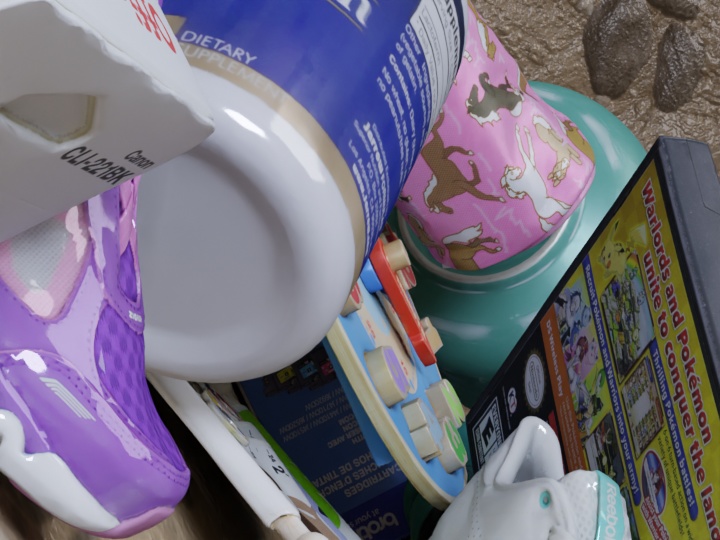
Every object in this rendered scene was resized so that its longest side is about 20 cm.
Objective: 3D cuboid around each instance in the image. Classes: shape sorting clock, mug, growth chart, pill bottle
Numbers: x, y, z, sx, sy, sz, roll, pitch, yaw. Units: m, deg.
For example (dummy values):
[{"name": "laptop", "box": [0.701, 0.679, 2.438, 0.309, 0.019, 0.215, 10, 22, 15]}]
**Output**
[{"name": "shape sorting clock", "box": [0.000, 0.000, 0.840, 0.200, 0.039, 0.201, -25, 90, -85]}, {"name": "mug", "box": [0.087, -0.007, 1.012, 0.184, 0.153, 0.114, 27, -10, 28]}, {"name": "growth chart", "box": [-0.035, 0.075, 0.773, 0.145, 0.018, 0.200, 47, -2, 17]}, {"name": "pill bottle", "box": [-0.030, -0.067, 0.696, 0.116, 0.115, 0.200, 61, 33, -28]}]

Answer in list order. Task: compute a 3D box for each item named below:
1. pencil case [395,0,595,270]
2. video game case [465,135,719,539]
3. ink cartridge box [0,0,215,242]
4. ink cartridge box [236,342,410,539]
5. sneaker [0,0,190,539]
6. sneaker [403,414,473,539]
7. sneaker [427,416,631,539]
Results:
[{"name": "pencil case", "box": [0.014, -0.095, 0.855, 0.200, 0.083, 0.087, 52, 10, -26]}, {"name": "video game case", "box": [0.095, 0.086, 0.750, 0.181, 0.025, 0.201, 120, -30, -46]}, {"name": "ink cartridge box", "box": [-0.120, -0.106, 0.427, 0.201, 0.083, 0.144, 62, 6, 10]}, {"name": "ink cartridge box", "box": [-0.007, 0.072, 1.058, 0.136, 0.076, 0.201, 32, 33, -84]}, {"name": "sneaker", "box": [-0.081, -0.034, 0.529, 0.081, 0.088, 0.201, 57, 7, -75]}, {"name": "sneaker", "box": [0.077, 0.108, 0.920, 0.200, 0.083, 0.121, -50, -142, 47]}, {"name": "sneaker", "box": [0.067, 0.112, 0.688, 0.075, 0.089, 0.200, 19, 15, -22]}]
